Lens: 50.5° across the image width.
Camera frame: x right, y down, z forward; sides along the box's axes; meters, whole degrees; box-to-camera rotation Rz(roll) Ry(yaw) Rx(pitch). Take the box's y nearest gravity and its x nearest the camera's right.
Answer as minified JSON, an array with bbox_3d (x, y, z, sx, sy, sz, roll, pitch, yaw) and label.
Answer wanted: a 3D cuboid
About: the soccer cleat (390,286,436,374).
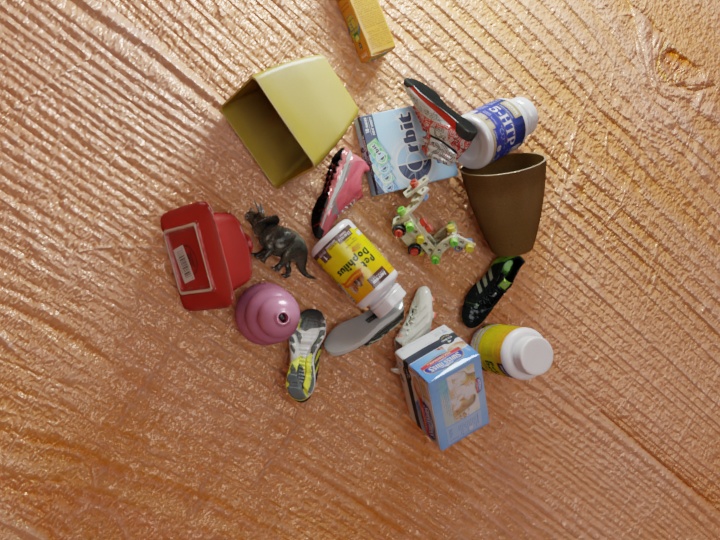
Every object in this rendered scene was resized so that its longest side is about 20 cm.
[{"bbox_3d":[0.113,0.132,1.656,0.077,0.069,0.202,8,90,-16],"label":"soccer cleat"}]

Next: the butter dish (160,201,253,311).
[{"bbox_3d":[-0.273,-0.036,1.474,0.147,0.199,0.201,-20,98,-42],"label":"butter dish"}]

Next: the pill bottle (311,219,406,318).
[{"bbox_3d":[0.000,0.000,1.572,0.109,0.109,0.200,-43,90,-14],"label":"pill bottle"}]

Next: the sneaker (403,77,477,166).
[{"bbox_3d":[0.144,-0.310,1.616,0.201,0.108,0.067,44,34,16],"label":"sneaker"}]

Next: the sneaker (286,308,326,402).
[{"bbox_3d":[-0.117,0.177,1.574,0.074,0.085,0.201,11,65,1],"label":"sneaker"}]

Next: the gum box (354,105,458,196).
[{"bbox_3d":[0.101,-0.267,1.662,0.199,0.045,0.171,-16,95,-20],"label":"gum box"}]

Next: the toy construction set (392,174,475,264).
[{"bbox_3d":[0.145,-0.098,1.635,0.131,0.092,0.201,-26,111,24],"label":"toy construction set"}]

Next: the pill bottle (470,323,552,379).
[{"bbox_3d":[0.328,0.175,1.652,0.108,0.200,0.110,0,90,-19],"label":"pill bottle"}]

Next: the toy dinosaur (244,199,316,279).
[{"bbox_3d":[-0.157,-0.048,1.554,0.199,0.077,0.103,34,86,-13],"label":"toy dinosaur"}]

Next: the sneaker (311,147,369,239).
[{"bbox_3d":[-0.037,-0.153,1.597,0.086,0.074,0.201,23,82,-20],"label":"sneaker"}]

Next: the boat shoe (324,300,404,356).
[{"bbox_3d":[0.014,0.130,1.614,0.199,0.071,0.064,-31,137,-19],"label":"boat shoe"}]

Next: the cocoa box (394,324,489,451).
[{"bbox_3d":[0.174,0.246,1.603,0.133,0.131,0.201,-26,125,-18],"label":"cocoa box"}]

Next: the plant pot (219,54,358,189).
[{"bbox_3d":[-0.126,-0.310,1.512,0.176,0.200,0.201,-42,103,-27],"label":"plant pot"}]

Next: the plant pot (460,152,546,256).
[{"bbox_3d":[0.324,-0.140,1.687,0.185,0.186,0.201,-17,111,-19],"label":"plant pot"}]

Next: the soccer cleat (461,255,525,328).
[{"bbox_3d":[0.295,0.041,1.711,0.067,0.081,0.201,38,78,-15],"label":"soccer cleat"}]

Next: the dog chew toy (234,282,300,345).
[{"bbox_3d":[-0.173,0.086,1.481,0.124,0.200,0.126,0,89,-19],"label":"dog chew toy"}]

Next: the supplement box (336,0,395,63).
[{"bbox_3d":[0.002,-0.548,1.615,0.068,0.066,0.201,-27,98,-17],"label":"supplement box"}]

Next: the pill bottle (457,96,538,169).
[{"bbox_3d":[0.297,-0.310,1.678,0.199,0.119,0.120,-31,100,-35],"label":"pill bottle"}]
